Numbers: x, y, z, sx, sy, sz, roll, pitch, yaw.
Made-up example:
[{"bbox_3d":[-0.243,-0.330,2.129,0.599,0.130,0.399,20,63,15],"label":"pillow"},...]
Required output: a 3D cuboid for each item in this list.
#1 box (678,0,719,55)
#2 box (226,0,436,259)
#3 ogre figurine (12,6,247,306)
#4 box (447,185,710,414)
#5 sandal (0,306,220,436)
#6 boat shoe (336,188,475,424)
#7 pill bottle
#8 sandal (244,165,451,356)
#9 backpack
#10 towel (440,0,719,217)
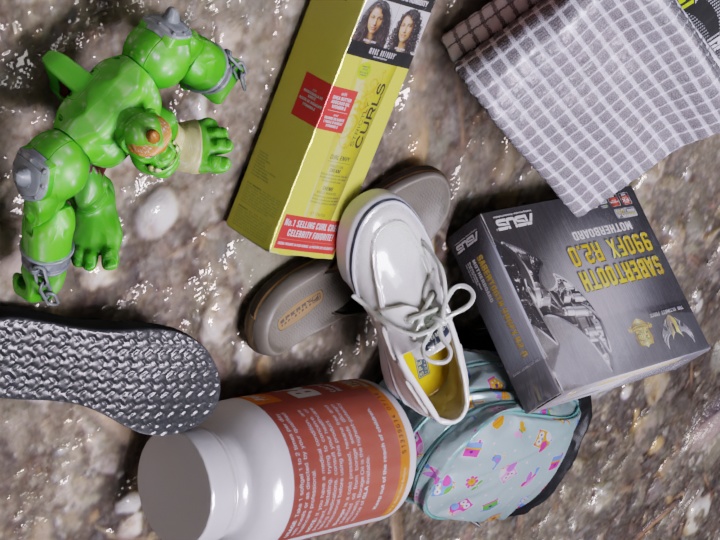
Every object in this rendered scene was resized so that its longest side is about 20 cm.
[{"bbox_3d":[0.226,-0.225,1.422,0.199,0.047,0.194,-32,134,-27],"label":"box"},{"bbox_3d":[-0.021,-0.110,1.229,0.075,0.050,0.201,7,110,-51],"label":"box"},{"bbox_3d":[-0.149,-0.078,1.083,0.199,0.098,0.120,-32,156,-8],"label":"ogre figurine"},{"bbox_3d":[0.181,0.020,1.458,0.199,0.159,0.048,-10,161,-42],"label":"box"},{"bbox_3d":[-0.178,0.058,1.186,0.200,0.048,0.076,18,103,-39],"label":"sandal"},{"bbox_3d":[0.042,0.036,1.282,0.074,0.086,0.203,-30,130,-20],"label":"boat shoe"},{"bbox_3d":[-0.062,0.145,1.311,0.199,0.112,0.113,-5,119,-46],"label":"pill bottle"},{"bbox_3d":[0.000,0.000,1.324,0.200,0.054,0.082,-37,138,-25],"label":"sandal"},{"bbox_3d":[0.092,0.130,1.458,0.199,0.126,0.168,12,110,-47],"label":"backpack"},{"bbox_3d":[0.179,-0.144,1.335,0.165,0.086,0.200,-37,131,11],"label":"towel"}]
